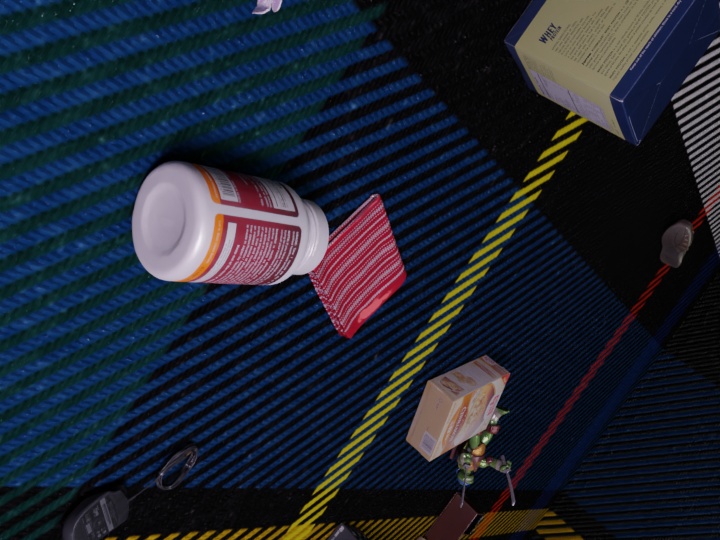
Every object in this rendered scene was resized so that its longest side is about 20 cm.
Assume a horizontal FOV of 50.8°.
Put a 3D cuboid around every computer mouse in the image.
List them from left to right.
[{"bbox_3d":[-0.292,0.279,0.968,0.198,0.034,0.060,-28,124,-41],"label":"computer mouse"}]

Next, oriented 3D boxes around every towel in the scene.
[{"bbox_3d":[0.000,0.000,1.074,0.145,0.022,0.201,-45,147,-15],"label":"towel"}]

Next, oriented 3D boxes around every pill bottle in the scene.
[{"bbox_3d":[-0.126,-0.042,0.788,0.198,0.113,0.114,5,117,-53],"label":"pill bottle"}]

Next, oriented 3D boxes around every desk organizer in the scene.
[{"bbox_3d":[0.226,0.679,1.956,0.201,0.077,0.072,-54,147,1],"label":"desk organizer"}]

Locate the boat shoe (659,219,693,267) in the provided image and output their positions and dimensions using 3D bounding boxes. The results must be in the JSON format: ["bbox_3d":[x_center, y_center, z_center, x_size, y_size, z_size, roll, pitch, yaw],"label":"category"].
[{"bbox_3d":[0.856,-0.087,2.045,0.074,0.074,0.201,-53,158,-17],"label":"boat shoe"}]

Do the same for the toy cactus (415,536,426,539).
[{"bbox_3d":[0.111,0.735,1.873,0.166,0.101,0.203,-52,151,-38],"label":"toy cactus"}]

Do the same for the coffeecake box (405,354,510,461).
[{"bbox_3d":[0.199,0.276,1.541,0.198,0.073,0.156,-15,131,-45],"label":"coffeecake box"}]

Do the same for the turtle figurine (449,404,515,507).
[{"bbox_3d":[0.284,0.407,1.684,0.200,0.141,0.198,-119,-139,-81],"label":"turtle figurine"}]

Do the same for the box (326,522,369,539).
[{"bbox_3d":[0.005,0.621,1.505,0.123,0.199,0.106,-49,148,-4],"label":"box"}]

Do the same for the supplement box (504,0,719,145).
[{"bbox_3d":[0.344,-0.322,1.037,0.201,0.199,0.134,-54,147,3],"label":"supplement box"}]

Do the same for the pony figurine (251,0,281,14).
[{"bbox_3d":[-0.116,-0.301,0.547,0.197,0.166,0.197,-3,118,-31],"label":"pony figurine"}]
